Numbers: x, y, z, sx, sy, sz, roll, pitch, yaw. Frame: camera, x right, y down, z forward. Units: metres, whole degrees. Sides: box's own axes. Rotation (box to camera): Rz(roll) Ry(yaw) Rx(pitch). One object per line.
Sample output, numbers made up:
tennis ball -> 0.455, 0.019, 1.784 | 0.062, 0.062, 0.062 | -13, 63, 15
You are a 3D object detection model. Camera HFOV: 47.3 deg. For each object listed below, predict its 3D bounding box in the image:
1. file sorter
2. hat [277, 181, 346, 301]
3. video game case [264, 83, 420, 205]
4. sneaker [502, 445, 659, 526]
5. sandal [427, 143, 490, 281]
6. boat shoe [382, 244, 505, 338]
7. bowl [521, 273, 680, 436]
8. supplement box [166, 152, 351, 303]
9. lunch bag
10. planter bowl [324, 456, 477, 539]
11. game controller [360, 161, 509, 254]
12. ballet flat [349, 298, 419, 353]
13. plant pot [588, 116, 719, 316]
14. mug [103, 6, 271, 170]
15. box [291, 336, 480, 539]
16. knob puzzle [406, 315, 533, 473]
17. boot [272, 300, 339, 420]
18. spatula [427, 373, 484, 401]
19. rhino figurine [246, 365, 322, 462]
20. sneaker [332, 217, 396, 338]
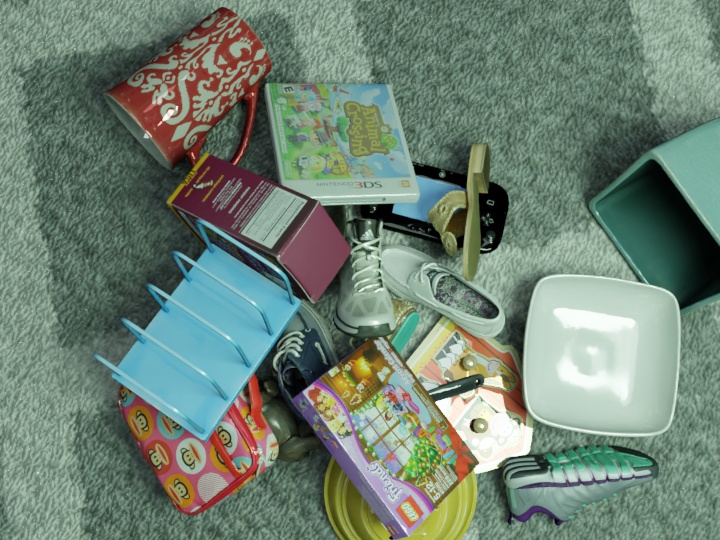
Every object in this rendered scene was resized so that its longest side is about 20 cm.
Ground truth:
file sorter -> -0.182, 0.064, 0.936 | 0.138, 0.123, 0.201 | 31, 73, 11
hat -> -0.093, -0.018, 1.087 | 0.199, 0.081, 0.202 | -12, 56, 18
video game case -> -0.027, -0.172, 1.097 | 0.181, 0.022, 0.201 | -3, 57, -15
sneaker -> 0.283, 0.281, 1.063 | 0.198, 0.074, 0.088 | -4, 103, 2
sandal -> 0.124, -0.077, 1.082 | 0.069, 0.078, 0.213 | 2, 59, 18
boat shoe -> 0.101, 0.021, 1.085 | 0.200, 0.069, 0.072 | 37, 75, 17
bowl -> 0.306, 0.113, 1.077 | 0.198, 0.075, 0.201 | 7, 80, 0
supplement box -> -0.124, -0.054, 1.002 | 0.199, 0.110, 0.086 | 25, 72, 33
lunch bag -> -0.194, 0.183, 1.027 | 0.176, 0.082, 0.201 | -39, 77, 21
planter bowl -> 0.052, 0.286, 1.023 | 0.199, 0.083, 0.202 | 0, 91, 0
game controller -> 0.102, -0.091, 1.129 | 0.199, 0.042, 0.105 | 15, 80, 2
ballet flat -> 0.005, 0.124, 1.084 | 0.065, 0.071, 0.201 | 30, 84, 30
plant pot -> 0.458, -0.088, 1.061 | 0.199, 0.196, 0.196 | -32, 81, -15
mug -> -0.220, -0.239, 1.130 | 0.200, 0.178, 0.133 | -45, 47, -11
box -> 0.032, 0.189, 0.962 | 0.137, 0.039, 0.200 | -35, 86, -34
knob puzzle -> 0.144, 0.177, 1.082 | 0.218, 0.030, 0.221 | 1, 79, -4
boot -> -0.077, 0.105, 1.038 | 0.073, 0.090, 0.200 | -43, 59, 14
spatula -> 0.072, 0.167, 1.035 | 0.199, 0.021, 0.057 | -18, 109, -23
rhino figurine -> -0.130, 0.169, 1.067 | 0.200, 0.060, 0.088 | 42, 118, 7
sneaker -> 0.000, 0.000, 1.019 | 0.075, 0.201, 0.116 | -4, 112, -6
